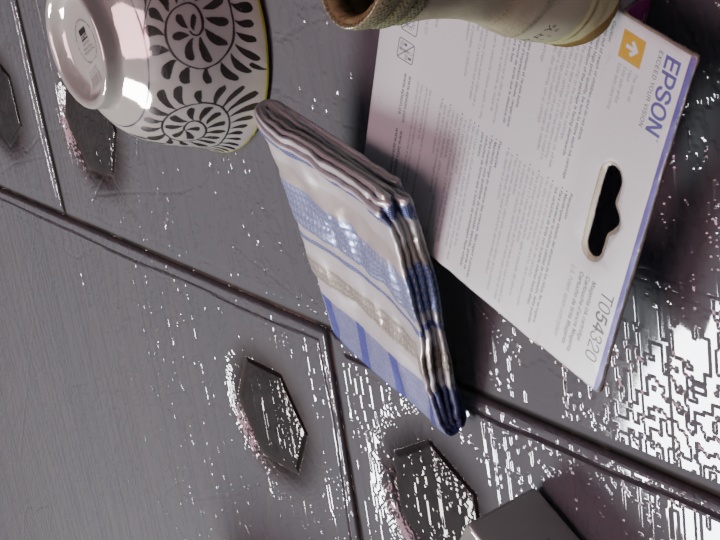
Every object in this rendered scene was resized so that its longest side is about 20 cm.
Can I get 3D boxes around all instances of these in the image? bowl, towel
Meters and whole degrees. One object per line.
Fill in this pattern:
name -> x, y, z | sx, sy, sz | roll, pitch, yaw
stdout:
bowl -> -0.157, -0.166, 0.953 | 0.201, 0.094, 0.201 | 36, 136, 43
towel -> 0.000, 0.000, 0.830 | 0.147, 0.024, 0.200 | 38, 154, 43

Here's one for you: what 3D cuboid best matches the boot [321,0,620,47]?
boot -> 0.044, -0.191, 0.543 | 0.072, 0.154, 0.200 | 8, 101, 45

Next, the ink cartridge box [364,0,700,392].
ink cartridge box -> 0.082, -0.072, 0.694 | 0.200, 0.043, 0.197 | 41, 138, 34

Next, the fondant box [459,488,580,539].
fondant box -> 0.104, 0.250, 0.841 | 0.144, 0.058, 0.200 | 49, 145, 28
